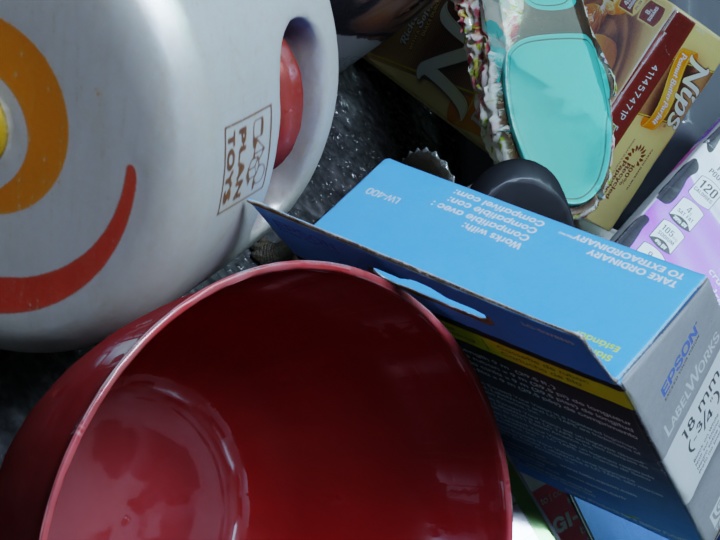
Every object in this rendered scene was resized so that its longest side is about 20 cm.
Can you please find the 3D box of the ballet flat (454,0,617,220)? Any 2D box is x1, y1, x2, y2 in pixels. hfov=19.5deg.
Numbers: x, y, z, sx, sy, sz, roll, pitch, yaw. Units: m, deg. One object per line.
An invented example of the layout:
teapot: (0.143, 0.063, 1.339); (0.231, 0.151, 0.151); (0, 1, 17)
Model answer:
ballet flat: (0.080, -0.109, 1.032); (0.075, 0.064, 0.201); (2, 67, -22)

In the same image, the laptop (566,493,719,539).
laptop: (0.186, 0.073, 0.982); (0.116, 0.199, 0.188); (74, -8, -73)

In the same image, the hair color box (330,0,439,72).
hair color box: (-0.035, -0.147, 1.048); (0.064, 0.111, 0.200); (61, 29, 7)

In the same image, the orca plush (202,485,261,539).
orca plush: (-0.025, 0.122, 0.821); (0.105, 0.071, 0.201); (-9, 68, -59)

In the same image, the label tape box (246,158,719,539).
label tape box: (0.063, 0.019, 0.788); (0.063, 0.144, 0.200); (-59, 149, -15)

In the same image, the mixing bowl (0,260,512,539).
mixing bowl: (-0.054, 0.095, 0.729); (0.199, 0.108, 0.201); (-3, 94, -39)

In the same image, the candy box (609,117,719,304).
candy box: (0.209, 0.008, 0.978); (0.168, 0.072, 0.200); (43, 55, 3)

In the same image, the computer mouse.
computer mouse: (0.047, 0.047, 0.933); (0.058, 0.201, 0.034); (16, 5, -16)

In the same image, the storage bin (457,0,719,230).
storage bin: (0.146, -0.078, 1.184); (0.145, 0.200, 0.135); (33, 47, -35)

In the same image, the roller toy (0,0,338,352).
roller toy: (-0.110, -0.070, 0.769); (0.183, 0.200, 0.140); (57, 31, -3)

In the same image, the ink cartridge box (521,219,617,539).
ink cartridge box: (0.122, 0.073, 1.085); (0.145, 0.085, 0.201); (21, 42, -47)

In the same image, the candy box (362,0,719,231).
candy box: (0.091, -0.120, 1.123); (0.055, 0.116, 0.200); (25, 11, -43)

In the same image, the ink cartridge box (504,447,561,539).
ink cartridge box: (0.071, 0.172, 0.850); (0.059, 0.104, 0.200); (-29, 81, -17)

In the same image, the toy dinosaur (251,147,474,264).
toy dinosaur: (0.000, 0.000, 0.956); (0.077, 0.102, 0.200); (51, 28, -6)
